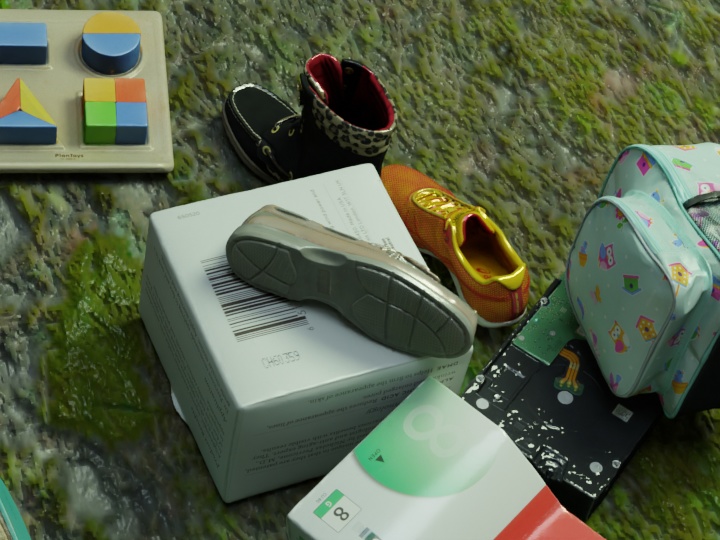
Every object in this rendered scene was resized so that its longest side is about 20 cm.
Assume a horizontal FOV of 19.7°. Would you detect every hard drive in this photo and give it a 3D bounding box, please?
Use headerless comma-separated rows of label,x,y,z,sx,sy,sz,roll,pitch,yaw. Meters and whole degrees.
hard drive,0.178,0.094,1.687,0.139,0.038,0.200,31,54,14

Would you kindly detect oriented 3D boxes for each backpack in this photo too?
backpack,0.250,-0.002,1.643,0.152,0.176,0.201,-2,48,-17

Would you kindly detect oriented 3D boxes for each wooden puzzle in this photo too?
wooden puzzle,-0.260,-0.167,1.812,0.184,0.046,0.201,-1,52,-11

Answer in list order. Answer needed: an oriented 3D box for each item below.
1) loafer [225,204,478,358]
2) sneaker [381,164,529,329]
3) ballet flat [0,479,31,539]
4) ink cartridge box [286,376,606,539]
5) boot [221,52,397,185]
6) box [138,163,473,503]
loafer,0.000,0.000,1.544,0.199,0.072,0.063,21,43,10
sneaker,0.081,-0.037,1.746,0.073,0.077,0.200,-26,50,-26
ballet flat,-0.253,0.234,1.490,0.065,0.071,0.200,-34,58,0
ink cartridge box,0.071,0.192,1.499,0.200,0.050,0.161,35,63,26
boot,-0.041,-0.124,1.749,0.073,0.151,0.200,-24,59,-27
box,-0.048,0.046,1.623,0.199,0.131,0.200,-14,56,-21
